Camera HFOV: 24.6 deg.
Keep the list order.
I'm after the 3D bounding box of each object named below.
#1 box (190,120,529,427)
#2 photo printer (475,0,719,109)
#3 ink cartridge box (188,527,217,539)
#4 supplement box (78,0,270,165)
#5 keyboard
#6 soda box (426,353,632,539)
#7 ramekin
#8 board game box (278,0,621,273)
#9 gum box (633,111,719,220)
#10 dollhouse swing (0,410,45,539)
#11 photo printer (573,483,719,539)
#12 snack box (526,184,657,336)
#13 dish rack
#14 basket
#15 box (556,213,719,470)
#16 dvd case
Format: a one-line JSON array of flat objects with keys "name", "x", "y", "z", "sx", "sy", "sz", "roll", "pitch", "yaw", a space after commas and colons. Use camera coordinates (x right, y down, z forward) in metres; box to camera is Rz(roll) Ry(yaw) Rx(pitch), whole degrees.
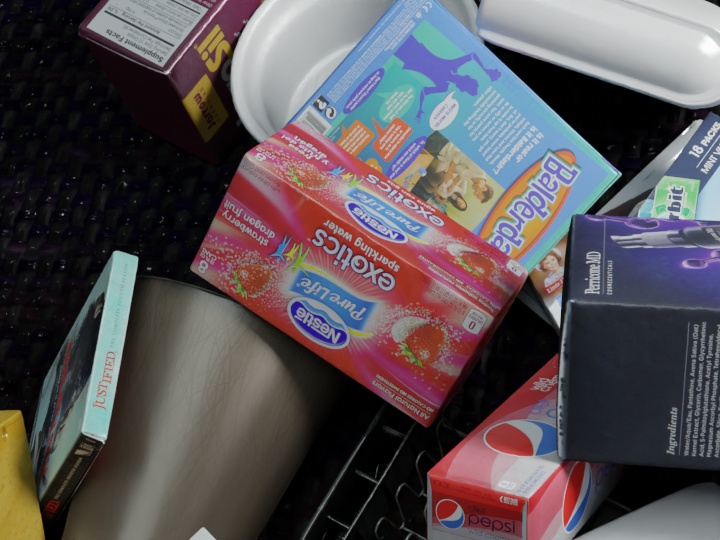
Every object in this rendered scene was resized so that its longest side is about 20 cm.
[{"name": "box", "x": 0.000, "y": 0.000, "z": 1.113, "sx": 0.199, "sy": 0.100, "sz": 0.095, "roll": 34, "pitch": 28, "yaw": 7}, {"name": "photo printer", "x": 0.188, "y": -0.178, "z": 1.205, "sx": 0.198, "sy": 0.166, "sz": 0.070, "roll": 19, "pitch": 107, "yaw": 4}, {"name": "ink cartridge box", "x": -0.070, "y": 0.249, "z": 1.018, "sx": 0.084, "sy": 0.200, "sz": 0.175, "roll": -43, "pitch": 59, "yaw": -12}, {"name": "supplement box", "x": -0.114, "y": -0.212, "z": 1.344, "sx": 0.103, "sy": 0.131, "sz": 0.201, "roll": 27, "pitch": 72, "yaw": 28}, {"name": "keyboard", "x": 0.203, "y": -0.033, "z": 1.221, "sx": 0.200, "sy": 0.011, "sz": 0.056, "roll": -43, "pitch": 64, "yaw": -10}, {"name": "soda box", "x": 0.115, "y": 0.119, "z": 1.025, "sx": 0.069, "sy": 0.064, "sz": 0.200, "roll": 10, "pitch": 24, "yaw": 27}, {"name": "ramekin", "x": 0.007, "y": -0.141, "z": 1.287, "sx": 0.198, "sy": 0.098, "sz": 0.202, "roll": -7, "pitch": 59, "yaw": 12}, {"name": "board game box", "x": 0.061, "y": -0.080, "z": 1.166, "sx": 0.200, "sy": 0.045, "sz": 0.152, "roll": 44, "pitch": 98, "yaw": 3}, {"name": "gum box", "x": 0.277, "y": 0.011, "z": 1.131, "sx": 0.199, "sy": 0.045, "sz": 0.170, "roll": 33, "pitch": 74, "yaw": 18}, {"name": "dollhouse swing", "x": -0.303, "y": 0.210, "z": 1.090, "sx": 0.174, "sy": 0.182, "sz": 0.202, "roll": -6, "pitch": 98, "yaw": 10}, {"name": "photo printer", "x": 0.184, "y": 0.230, "z": 1.005, "sx": 0.198, "sy": 0.070, "sz": 0.167, "roll": -21, "pitch": 59, "yaw": -15}, {"name": "snack box", "x": 0.218, "y": -0.022, "z": 1.193, "sx": 0.199, "sy": 0.024, "sz": 0.072, "roll": -28, "pitch": 65, "yaw": -4}, {"name": "dish rack", "x": 0.077, "y": 0.179, "z": 1.105, "sx": 0.199, "sy": 0.055, "sz": 0.154, "roll": 24, "pitch": 70, "yaw": 26}, {"name": "basket", "x": -0.119, "y": 0.131, "z": 1.146, "sx": 0.179, "sy": 0.136, "sz": 0.202, "roll": 20, "pitch": 71, "yaw": 1}, {"name": "box", "x": 0.218, "y": 0.042, "z": 0.988, "sx": 0.198, "sy": 0.105, "sz": 0.148, "roll": 3, "pitch": 22, "yaw": 6}, {"name": "dvd case", "x": -0.203, "y": 0.098, "z": 1.157, "sx": 0.022, "sy": 0.200, "sz": 0.147, "roll": 16, "pitch": 53, "yaw": -16}]
